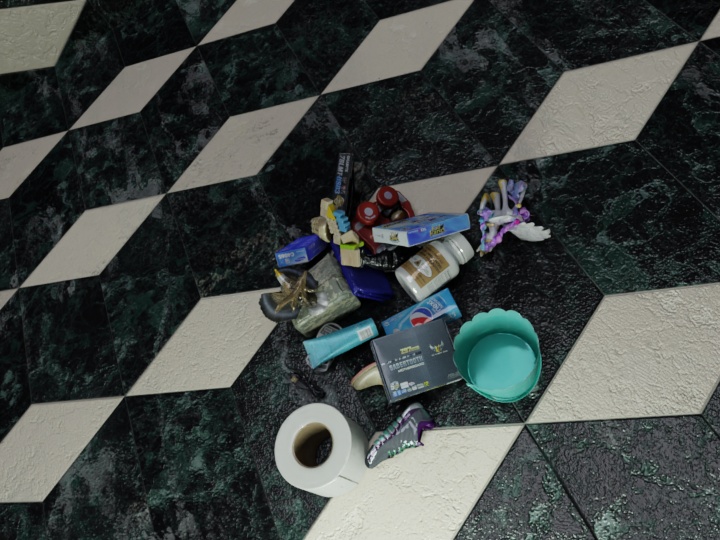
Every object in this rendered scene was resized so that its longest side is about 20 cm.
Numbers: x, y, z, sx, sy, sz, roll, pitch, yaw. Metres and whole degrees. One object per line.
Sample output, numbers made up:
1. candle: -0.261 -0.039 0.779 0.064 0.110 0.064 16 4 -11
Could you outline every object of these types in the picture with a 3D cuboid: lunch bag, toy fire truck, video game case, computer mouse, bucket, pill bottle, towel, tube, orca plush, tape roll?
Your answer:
1. lunch bag: -0.117 0.062 1.666 0.199 0.139 0.168 -33 63 4
2. toy fire truck: 0.076 -0.133 1.713 0.200 0.112 0.168 -40 82 -24
3. video game case: 0.160 -0.115 1.598 0.199 0.046 0.181 -17 13 -25
4. computer mouse: -0.107 0.239 1.624 0.109 0.044 0.201 27 70 6
5. bucket: 0.330 0.208 1.415 0.206 0.135 0.209 -9 61 17
6. pill bottle: 0.201 -0.014 1.593 0.200 0.115 0.114 -38 57 -7
7. towel: 0.000 0.000 1.661 0.050 0.147 0.201 -53 46 31
8. tube: -0.050 0.190 1.601 0.199 0.050 0.078 -22 71 -6
9. orca plush: 0.097 -0.044 1.623 0.198 0.071 0.106 8 82 -21
10. tape roll: -0.092 0.442 1.459 0.201 0.139 0.204 -9 61 17

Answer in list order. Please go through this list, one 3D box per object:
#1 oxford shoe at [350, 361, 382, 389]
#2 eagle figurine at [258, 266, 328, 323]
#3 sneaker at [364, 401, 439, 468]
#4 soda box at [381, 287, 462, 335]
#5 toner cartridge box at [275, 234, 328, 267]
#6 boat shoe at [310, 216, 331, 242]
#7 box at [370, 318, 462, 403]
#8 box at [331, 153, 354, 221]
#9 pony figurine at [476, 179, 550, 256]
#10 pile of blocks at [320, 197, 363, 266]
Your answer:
1. oxford shoe: 0.071 0.271 1.526 0.199 0.070 0.075 -25 60 8
2. eagle figurine: -0.180 0.054 1.555 0.151 0.200 0.152 -10 85 -20
3. sneaker: 0.099 0.417 1.439 0.087 0.074 0.200 39 82 28
4. soda box: 0.161 0.129 1.565 0.199 0.068 0.064 -28 57 6
5. toner cartridge box: -0.167 -0.062 1.732 0.094 0.200 0.044 -11 103 17
6. boat shoe: -0.113 -0.124 1.720 0.064 0.200 0.073 3 102 0
7. box: 0.140 0.224 1.480 0.198 0.051 0.159 -15 72 -9
8. box: -0.049 -0.205 1.743 0.049 0.199 0.201 4 63 3
9. pony figurine: 0.391 -0.142 1.585 0.192 0.166 0.201 -15 57 52
10. pile of blocks: -0.036 -0.108 1.582 0.082 0.062 0.201 -21 95 41
